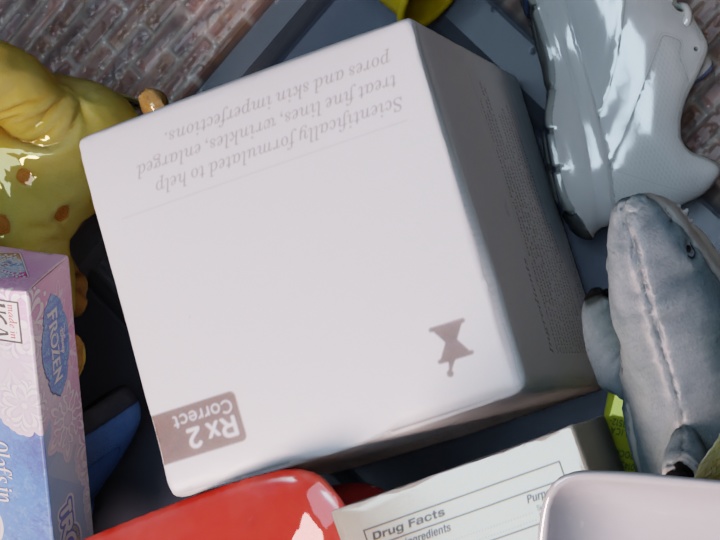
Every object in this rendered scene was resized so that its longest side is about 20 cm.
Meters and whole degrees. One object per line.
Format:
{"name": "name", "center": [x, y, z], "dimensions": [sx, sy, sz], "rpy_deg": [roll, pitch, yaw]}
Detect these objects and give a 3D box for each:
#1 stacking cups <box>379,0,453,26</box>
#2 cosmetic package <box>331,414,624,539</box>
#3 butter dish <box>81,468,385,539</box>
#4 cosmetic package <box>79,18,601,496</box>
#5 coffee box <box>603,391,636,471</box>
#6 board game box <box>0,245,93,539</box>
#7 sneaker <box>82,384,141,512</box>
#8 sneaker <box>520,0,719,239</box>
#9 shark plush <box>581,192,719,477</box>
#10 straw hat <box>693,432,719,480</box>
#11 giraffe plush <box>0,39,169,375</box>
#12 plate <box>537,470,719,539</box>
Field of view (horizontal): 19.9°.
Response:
{"name": "stacking cups", "center": [-0.033, -0.201, 1.039], "dimensions": [0.200, 0.060, 0.061], "rpy_deg": [39, 99, 16]}
{"name": "cosmetic package", "center": [0.074, 0.166, 0.771], "dimensions": [0.103, 0.073, 0.201], "rpy_deg": [-20, 83, 16]}
{"name": "butter dish", "center": [-0.017, 0.175, 0.924], "dimensions": [0.199, 0.148, 0.200], "rpy_deg": [-24, 95, 38]}
{"name": "cosmetic package", "center": [0.000, 0.000, 0.945], "dimensions": [0.164, 0.200, 0.166], "rpy_deg": [-19, 82, 15]}
{"name": "coffee box", "center": [0.204, 0.125, 0.873], "dimensions": [0.199, 0.200, 0.199], "rpy_deg": [12, 91, 17]}
{"name": "board game box", "center": [-0.228, 0.075, 0.984], "dimensions": [0.198, 0.043, 0.201], "rpy_deg": [8, 118, 18]}
{"name": "sneaker", "center": [-0.171, 0.146, 1.068], "dimensions": [0.078, 0.066, 0.200], "rpy_deg": [45, 101, 3]}
{"name": "sneaker", "center": [0.122, -0.119, 0.990], "dimensions": [0.086, 0.075, 0.202], "rpy_deg": [-10, 91, 5]}
{"name": "shark plush", "center": [0.114, 0.075, 0.756], "dimensions": [0.090, 0.083, 0.202], "rpy_deg": [3, 87, 19]}
{"name": "straw hat", "center": [0.192, 0.092, 0.723], "dimensions": [0.199, 0.085, 0.203], "rpy_deg": [-1, 107, -2]}
{"name": "giraffe plush", "center": [-0.188, -0.025, 1.029], "dimensions": [0.199, 0.172, 0.163], "rpy_deg": [16, 86, -15]}
{"name": "plate", "center": [0.149, 0.159, 0.681], "dimensions": [0.198, 0.032, 0.201], "rpy_deg": [3, 107, -3]}
